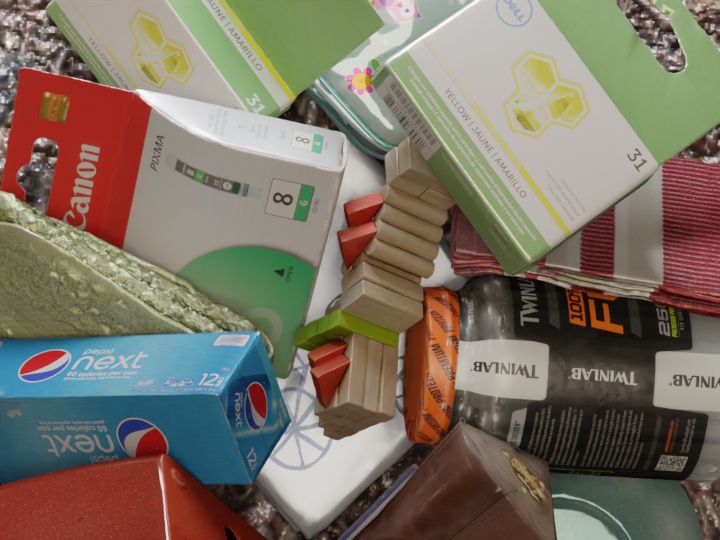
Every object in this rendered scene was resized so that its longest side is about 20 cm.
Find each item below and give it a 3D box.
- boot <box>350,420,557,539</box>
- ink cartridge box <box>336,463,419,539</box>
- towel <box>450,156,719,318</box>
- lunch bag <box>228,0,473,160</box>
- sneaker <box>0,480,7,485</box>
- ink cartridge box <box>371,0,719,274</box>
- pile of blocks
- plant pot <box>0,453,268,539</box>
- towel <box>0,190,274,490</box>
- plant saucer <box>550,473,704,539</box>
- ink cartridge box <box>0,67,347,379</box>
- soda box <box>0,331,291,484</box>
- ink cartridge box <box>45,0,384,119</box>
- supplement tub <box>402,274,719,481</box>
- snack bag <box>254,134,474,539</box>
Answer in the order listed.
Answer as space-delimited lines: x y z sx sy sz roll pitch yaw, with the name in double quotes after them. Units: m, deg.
0.060 0.210 1.643 0.200 0.064 0.186 -41 87 18 "boot"
0.041 0.251 1.714 0.200 0.043 0.196 45 102 2 "ink cartridge box"
0.155 -0.031 1.696 0.199 0.144 0.023 10 128 -1 "towel"
0.006 -0.176 1.707 0.160 0.077 0.200 -41 92 -2 "lunch bag"
-0.149 0.178 1.716 0.200 0.085 0.075 27 92 -2 "sneaker"
0.127 -0.111 1.634 0.200 0.048 0.146 -35 87 -18 "ink cartridge box"
0.000 0.000 1.657 0.062 0.082 0.200 22 83 -31 "pile of blocks"
-0.137 0.225 1.595 0.176 0.200 0.200 -31 130 17 "plant pot"
-0.158 0.048 1.689 0.200 0.037 0.149 28 131 4 "towel"
0.122 0.194 1.744 0.200 0.039 0.202 0 93 0 "plant saucer"
-0.121 -0.028 1.665 0.199 0.050 0.161 11 125 -6 "ink cartridge box"
-0.148 0.083 1.643 0.200 0.064 0.068 -2 124 28 "soda box"
-0.091 -0.152 1.660 0.048 0.200 0.146 -38 92 -38 "ink cartridge box"
0.131 0.064 1.687 0.199 0.123 0.123 4 92 -9 "supplement tub"
-0.022 0.036 1.745 0.200 0.021 0.189 -41 93 -2 "snack bag"
